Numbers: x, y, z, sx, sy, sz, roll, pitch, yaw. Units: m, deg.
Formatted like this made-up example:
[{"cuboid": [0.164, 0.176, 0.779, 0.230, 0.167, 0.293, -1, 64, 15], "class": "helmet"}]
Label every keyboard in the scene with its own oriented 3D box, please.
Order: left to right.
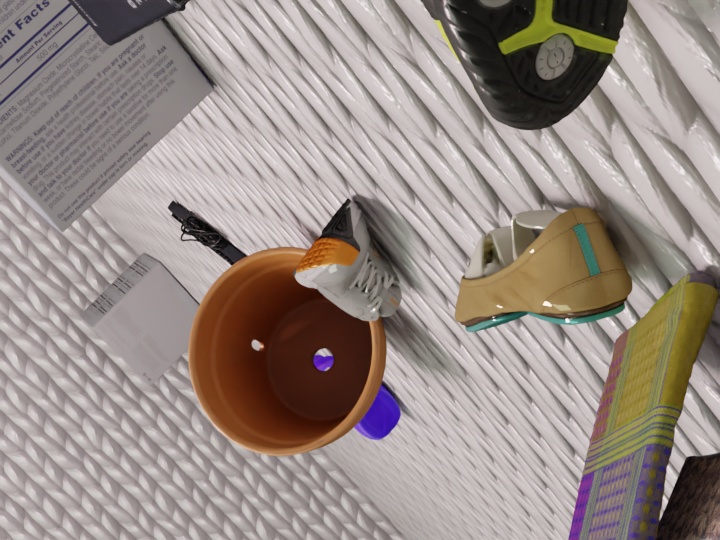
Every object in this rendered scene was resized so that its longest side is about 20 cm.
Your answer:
[{"cuboid": [-0.216, -0.034, 1.725, 0.199, 0.040, 0.104, 34, 165, 40], "class": "keyboard"}]

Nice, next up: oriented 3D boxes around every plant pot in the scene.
[{"cuboid": [-0.058, 0.087, 1.256, 0.200, 0.201, 0.140, 41, -176, 18], "class": "plant pot"}]

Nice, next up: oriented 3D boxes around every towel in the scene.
[{"cuboid": [0.135, 0.106, 0.623, 0.023, 0.202, 0.144, 17, 164, 0], "class": "towel"}]

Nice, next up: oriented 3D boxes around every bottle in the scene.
[{"cuboid": [-0.023, 0.161, 1.665, 0.084, 0.065, 0.200, 50, 168, -30], "class": "bottle"}]

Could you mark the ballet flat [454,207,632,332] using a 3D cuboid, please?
[{"cuboid": [0.099, -0.002, 0.711, 0.200, 0.068, 0.064, 164, 89, -74], "class": "ballet flat"}]

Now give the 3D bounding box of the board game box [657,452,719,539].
[{"cuboid": [0.237, 0.164, 0.536, 0.198, 0.098, 0.160, 26, 168, 2], "class": "board game box"}]

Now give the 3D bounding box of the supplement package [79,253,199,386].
[{"cuboid": [-0.469, 0.105, 2.708, 0.192, 0.200, 0.147, 50, 168, -23], "class": "supplement package"}]

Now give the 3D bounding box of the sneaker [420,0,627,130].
[{"cuboid": [0.031, -0.141, 0.422, 0.201, 0.075, 0.076, 63, 169, -27], "class": "sneaker"}]

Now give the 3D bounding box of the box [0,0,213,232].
[{"cuboid": [-0.261, -0.172, 1.035, 0.201, 0.184, 0.105, 53, 168, -33], "class": "box"}]

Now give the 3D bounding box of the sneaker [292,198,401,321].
[{"cuboid": [0.000, 0.000, 1.033, 0.092, 0.076, 0.200, 37, 176, -1], "class": "sneaker"}]

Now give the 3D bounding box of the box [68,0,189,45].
[{"cuboid": [-0.124, -0.208, 0.617, 0.148, 0.104, 0.200, 48, 169, -19], "class": "box"}]
